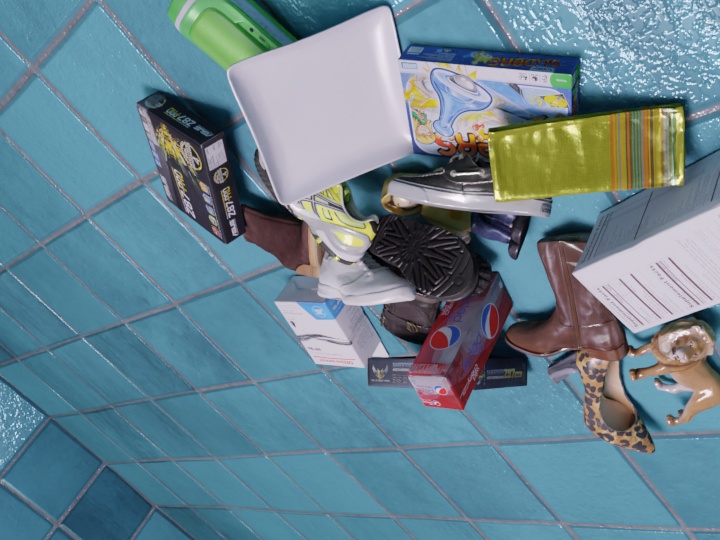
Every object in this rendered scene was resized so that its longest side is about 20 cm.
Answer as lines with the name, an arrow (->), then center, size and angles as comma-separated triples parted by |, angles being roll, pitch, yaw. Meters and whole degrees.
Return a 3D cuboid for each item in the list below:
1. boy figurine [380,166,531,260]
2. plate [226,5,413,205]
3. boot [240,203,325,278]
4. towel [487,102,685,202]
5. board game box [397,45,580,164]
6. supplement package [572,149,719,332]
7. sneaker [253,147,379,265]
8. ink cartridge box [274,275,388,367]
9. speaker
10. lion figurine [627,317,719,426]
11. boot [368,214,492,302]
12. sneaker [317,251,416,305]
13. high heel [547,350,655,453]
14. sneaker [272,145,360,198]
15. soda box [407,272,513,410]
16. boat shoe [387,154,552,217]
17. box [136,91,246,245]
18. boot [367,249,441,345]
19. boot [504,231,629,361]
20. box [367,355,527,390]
boy figurine -> 0.120, -0.086, 1.012 | 0.200, 0.064, 0.124 | 21, 146, 13
plate -> -0.038, -0.196, 0.941 | 0.032, 0.199, 0.200 | -119, 7, -50
boot -> -0.119, -0.061, 1.200 | 0.166, 0.072, 0.200 | 26, 156, 12
towel -> 0.239, -0.122, 0.834 | 0.200, 0.018, 0.086 | -5, 105, 16
board game box -> 0.148, -0.184, 0.898 | 0.200, 0.034, 0.135 | 12, 140, 26
supplement package -> 0.353, -0.031, 0.854 | 0.110, 0.114, 0.200 | 42, 145, -10
sneaker -> -0.056, -0.101, 1.034 | 0.200, 0.075, 0.076 | 45, 110, 0
ink cartridge box -> -0.046, 0.103, 1.356 | 0.116, 0.068, 0.200 | 0, 133, 38
speaker -> -0.136, -0.275, 0.967 | 0.200, 0.088, 0.088 | 40, 144, -9
lion figurine -> 0.435, 0.134, 1.037 | 0.122, 0.073, 0.200 | -22, 133, 36
boot -> 0.120, 0.001, 1.019 | 0.158, 0.079, 0.211 | 30, -174, -36
sneaker -> 0.000, 0.000, 1.074 | 0.200, 0.075, 0.089 | 7, 98, 54
high heel -> 0.374, 0.185, 1.122 | 0.200, 0.071, 0.143 | 42, 151, 3
sneaker -> -0.061, -0.138, 1.096 | 0.200, 0.060, 0.104 | 6, 138, 38
soda box -> 0.141, 0.095, 1.088 | 0.063, 0.200, 0.070 | 0, 132, 39
boat shoe -> 0.129, -0.103, 0.927 | 0.200, 0.064, 0.071 | 8, -178, 23
box -> -0.254, -0.155, 1.197 | 0.161, 0.049, 0.200 | 37, 150, 30
boot -> 0.046, 0.043, 1.218 | 0.200, 0.069, 0.174 | 28, 150, 14
boot -> 0.255, 0.027, 1.046 | 0.186, 0.064, 0.200 | 1, 131, 36
box -> 0.134, 0.157, 1.221 | 0.200, 0.051, 0.158 | -6, 173, 41
